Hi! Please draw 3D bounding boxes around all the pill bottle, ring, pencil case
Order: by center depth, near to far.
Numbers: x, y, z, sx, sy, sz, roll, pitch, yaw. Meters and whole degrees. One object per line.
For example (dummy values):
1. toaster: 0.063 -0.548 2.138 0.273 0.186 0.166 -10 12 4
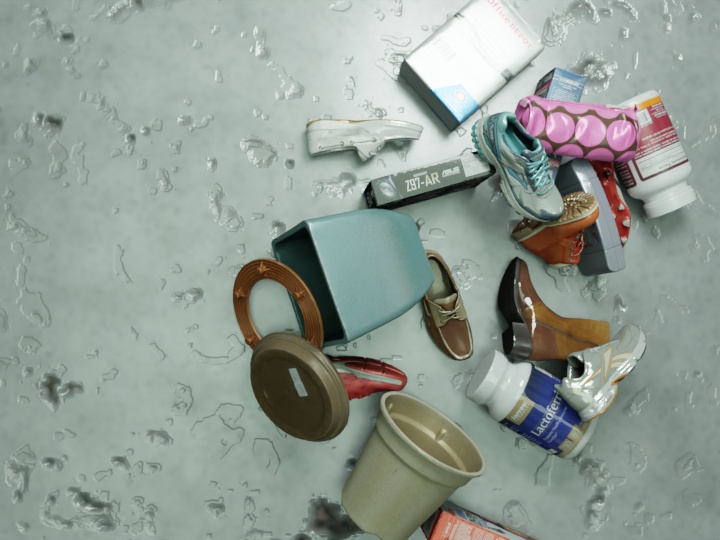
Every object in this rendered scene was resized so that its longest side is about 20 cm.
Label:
1. pencil case: 0.343 -0.231 1.410 0.200 0.091 0.094 4 123 -7
2. ring: -0.140 0.077 1.426 0.019 0.200 0.201 -27 90 -45
3. pill bottle: 0.286 0.221 1.473 0.200 0.116 0.116 29 86 -2
4. pill bottle: 0.493 -0.196 1.505 0.113 0.113 0.200 -24 90 -4

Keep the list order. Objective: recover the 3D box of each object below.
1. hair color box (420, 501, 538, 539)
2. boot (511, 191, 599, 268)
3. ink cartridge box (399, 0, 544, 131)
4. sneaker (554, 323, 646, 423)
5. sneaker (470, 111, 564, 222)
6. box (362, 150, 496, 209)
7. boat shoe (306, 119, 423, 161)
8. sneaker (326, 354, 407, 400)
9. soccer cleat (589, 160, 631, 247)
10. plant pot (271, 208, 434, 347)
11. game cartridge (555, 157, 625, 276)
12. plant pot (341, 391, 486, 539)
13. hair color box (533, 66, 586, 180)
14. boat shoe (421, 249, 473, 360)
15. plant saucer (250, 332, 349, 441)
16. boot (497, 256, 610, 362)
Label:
1. hair color box: 0.208 0.450 1.460 0.200 0.111 0.064 24 86 -3
2. boot: 0.345 -0.062 1.453 0.107 0.200 0.075 48 68 -6
3. ink cartridge box: 0.189 -0.362 1.505 0.200 0.084 0.145 -41 90 -4
4. sneaker: 0.390 0.147 1.431 0.092 0.076 0.200 41 59 2
5. sneaker: 0.253 -0.158 1.353 0.200 0.086 0.078 49 63 -10
6. box: 0.110 -0.143 1.453 0.200 0.160 0.044 -16 89 -4
7. boat shoe: 0.008 -0.220 1.498 0.200 0.071 0.069 0 89 5
8. sneaker: -0.026 0.207 1.484 0.200 0.078 0.116 10 100 2
9. soccer cleat: 0.421 -0.128 1.522 0.069 0.085 0.200 -15 111 13
10. plant pot: 0.000 0.000 1.429 0.200 0.196 0.197 -19 89 -23
11. game cartridge: 0.381 -0.089 1.483 0.041 0.133 0.200 -19 89 -5
12. plant pot: 0.068 0.330 1.421 0.200 0.200 0.184 33 104 -2
13. hair color box: 0.315 -0.234 1.500 0.060 0.100 0.200 18 86 -4
14. boat shoe: 0.140 0.060 1.490 0.076 0.072 0.200 -24 89 -4
15. plant saucer: -0.106 0.194 1.422 0.029 0.200 0.200 -34 90 -47
16. boot: 0.341 0.076 1.501 0.200 0.068 0.188 10 54 -15
